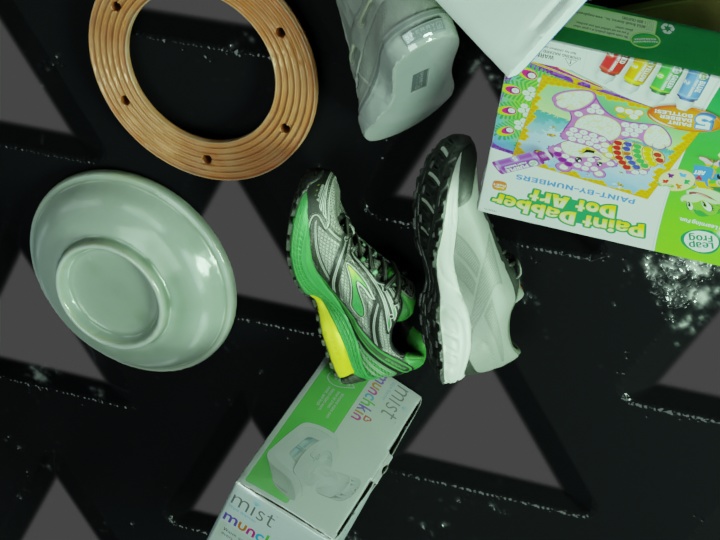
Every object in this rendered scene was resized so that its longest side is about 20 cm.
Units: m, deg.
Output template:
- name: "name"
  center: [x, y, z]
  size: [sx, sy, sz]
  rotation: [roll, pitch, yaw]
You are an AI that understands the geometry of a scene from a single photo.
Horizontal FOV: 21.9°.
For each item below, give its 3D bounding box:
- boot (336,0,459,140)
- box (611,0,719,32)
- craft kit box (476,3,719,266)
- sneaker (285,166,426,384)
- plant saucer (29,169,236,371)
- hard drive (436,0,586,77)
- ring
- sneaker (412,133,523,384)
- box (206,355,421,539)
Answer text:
- name: "boot"
  center: [0.021, -0.169, 1.344]
  size: [0.096, 0.073, 0.200]
  rotation: [64, 166, 13]
- name: "box"
  center: [0.222, -0.116, 1.330]
  size: [0.200, 0.021, 0.164]
  rotation: [-7, 117, 28]
- name: "craft kit box"
  center: [0.190, -0.092, 1.275]
  size: [0.200, 0.049, 0.198]
  rotation: [13, 148, 5]
- name: "sneaker"
  center: [0.000, 0.000, 1.488]
  size: [0.085, 0.078, 0.200]
  rotation: [-8, 125, 22]
- name: "plant saucer"
  center: [-0.205, 0.012, 1.602]
  size: [0.200, 0.050, 0.200]
  rotation: [13, 125, 18]
- name: "hard drive"
  center: [0.071, -0.239, 1.169]
  size: [0.200, 0.025, 0.132]
  rotation: [48, 120, 10]
- name: "ring"
  center: [-0.123, -0.163, 1.470]
  size: [0.200, 0.019, 0.201]
  rotation: [13, 125, 19]
- name: "sneaker"
  center: [0.085, -0.012, 1.443]
  size: [0.079, 0.074, 0.201]
  rotation: [-9, 113, -10]
- name: "box"
  center: [-0.049, 0.195, 1.547]
  size: [0.097, 0.200, 0.177]
  rotation: [30, 129, 6]
